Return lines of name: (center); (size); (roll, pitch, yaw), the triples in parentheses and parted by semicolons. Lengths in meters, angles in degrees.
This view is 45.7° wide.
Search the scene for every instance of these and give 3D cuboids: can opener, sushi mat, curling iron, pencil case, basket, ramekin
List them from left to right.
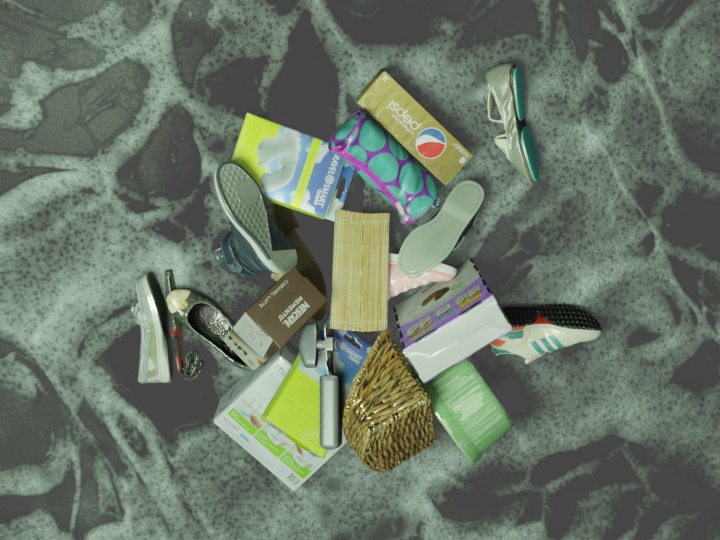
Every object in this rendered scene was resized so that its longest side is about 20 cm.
curling iron: (-0.317, 0.096, 1.504); (0.049, 0.026, 0.202); (-16, 103, -19)
can opener: (-0.064, 0.185, 1.377); (0.066, 0.053, 0.203); (-1, 82, 8)
sushi mat: (0.000, 0.000, 1.400); (0.095, 0.012, 0.202); (5, 78, -16)
basket: (0.028, 0.225, 1.409); (0.142, 0.150, 0.201); (-28, 150, -9)
pencil case: (0.039, -0.163, 1.378); (0.200, 0.093, 0.085); (41, 141, -25)
ramekin: (0.175, 0.220, 1.470); (0.097, 0.200, 0.201); (-35, 105, 2)

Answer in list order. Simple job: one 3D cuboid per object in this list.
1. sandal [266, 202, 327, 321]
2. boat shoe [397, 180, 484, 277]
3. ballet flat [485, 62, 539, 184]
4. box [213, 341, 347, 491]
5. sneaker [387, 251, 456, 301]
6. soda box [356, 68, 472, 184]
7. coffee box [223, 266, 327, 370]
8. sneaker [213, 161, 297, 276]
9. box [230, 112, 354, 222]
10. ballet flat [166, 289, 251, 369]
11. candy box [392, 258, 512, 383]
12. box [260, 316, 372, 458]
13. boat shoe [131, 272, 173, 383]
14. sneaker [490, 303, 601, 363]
sandal: (-0.125, -0.011, 1.465); (0.069, 0.077, 0.214); (-14, 102, 37)
boat shoe: (0.136, -0.058, 1.410); (0.076, 0.060, 0.200); (41, 76, 19)
ballet flat: (0.246, -0.238, 1.403); (0.063, 0.067, 0.202); (-5, 109, 29)
box: (-0.127, 0.255, 1.520); (0.200, 0.097, 0.176); (43, 101, -13)
sneaker: (0.060, 0.022, 1.455); (0.198, 0.075, 0.106); (9, 92, 3)
soda box: (0.086, -0.234, 1.390); (0.200, 0.064, 0.068); (41, 101, -12)
coffee box: (-0.143, 0.082, 1.393); (0.080, 0.200, 0.114); (45, 66, -1)
sneaker: (-0.204, -0.075, 1.386); (0.077, 0.145, 0.204); (-43, 114, -34)
box: (-0.111, -0.165, 1.402); (0.198, 0.048, 0.123); (19, 90, -7)
ballet flat: (-0.251, 0.099, 1.484); (0.200, 0.057, 0.067); (40, 85, -15)
candy box: (0.147, 0.078, 1.417); (0.167, 0.200, 0.072); (-32, 106, 8)
box: (-0.064, 0.193, 1.427); (0.122, 0.048, 0.201); (37, 69, -15)
boat shoe: (-0.368, 0.104, 1.480); (0.064, 0.075, 0.204); (-6, 114, -4)
sneaker: (0.323, 0.117, 1.514); (0.197, 0.071, 0.094); (0, 125, -4)
